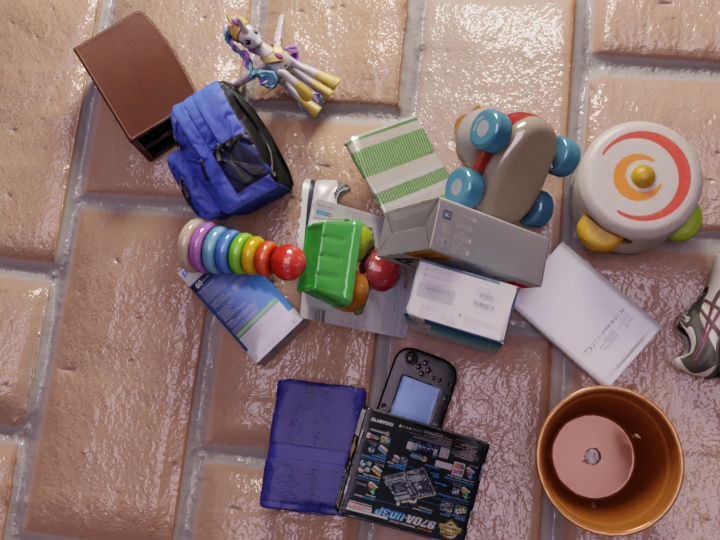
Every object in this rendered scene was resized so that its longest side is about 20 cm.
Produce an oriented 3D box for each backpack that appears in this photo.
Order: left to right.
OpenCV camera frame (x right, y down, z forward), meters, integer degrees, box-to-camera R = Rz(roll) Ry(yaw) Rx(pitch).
[{"bbox_3d":[-0.221,-0.188,1.283,0.167,0.163,0.201,-27,91,-1],"label":"backpack"}]

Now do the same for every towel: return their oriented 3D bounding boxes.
[{"bbox_3d":[-0.071,0.275,1.260,0.147,0.050,0.201,7,80,0],"label":"towel"},{"bbox_3d":[0.077,-0.147,1.302,0.152,0.023,0.201,-23,78,-29],"label":"towel"}]

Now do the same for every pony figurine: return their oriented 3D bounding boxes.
[{"bbox_3d":[-0.136,-0.337,1.323,0.200,0.193,0.167,35,88,-8],"label":"pony figurine"}]

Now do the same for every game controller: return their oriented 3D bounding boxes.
[{"bbox_3d":[0.076,0.225,1.254,0.104,0.042,0.201,19,82,9],"label":"game controller"}]

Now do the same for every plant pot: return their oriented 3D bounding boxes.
[{"bbox_3d":[0.346,0.269,1.168,0.199,0.140,0.202,-1,80,5],"label":"plant pot"}]

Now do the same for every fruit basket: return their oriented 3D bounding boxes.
[{"bbox_3d":[0.000,0.000,1.265,0.199,0.093,0.187,14,79,-36],"label":"fruit basket"}]

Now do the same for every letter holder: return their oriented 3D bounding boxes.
[{"bbox_3d":[-0.363,-0.316,1.372,0.142,0.101,0.201,-33,78,-3],"label":"letter holder"}]

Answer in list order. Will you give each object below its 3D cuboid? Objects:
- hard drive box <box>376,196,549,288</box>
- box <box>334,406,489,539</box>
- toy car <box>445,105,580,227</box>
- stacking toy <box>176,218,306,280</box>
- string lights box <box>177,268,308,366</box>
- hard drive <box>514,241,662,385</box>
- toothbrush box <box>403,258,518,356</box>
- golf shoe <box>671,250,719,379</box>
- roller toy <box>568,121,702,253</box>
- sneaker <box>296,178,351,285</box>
[{"bbox_3d":[0.150,-0.034,1.195,0.199,0.156,0.077,16,80,-25],"label":"hard drive box"},{"bbox_3d":[0.078,0.307,1.209,0.199,0.046,0.160,17,83,-7],"label":"box"},{"bbox_3d":[0.203,-0.183,1.282,0.200,0.183,0.178,47,120,51],"label":"toy car"},{"bbox_3d":[-0.175,-0.023,1.222,0.199,0.085,0.086,11,80,23],"label":"stacking toy"},{"bbox_3d":[-0.189,0.045,1.306,0.103,0.059,0.200,-42,78,-3],"label":"string lights box"},{"bbox_3d":[0.348,0.070,1.263,0.200,0.026,0.132,42,86,12],"label":"hard drive"},{"bbox_3d":[0.147,0.059,1.197,0.146,0.200,0.086,16,80,10],"label":"toothbrush box"},{"bbox_3d":[0.528,0.062,1.223,0.087,0.077,0.201,7,80,14],"label":"golf shoe"},{"bbox_3d":[0.415,-0.126,1.235,0.199,0.140,0.184,-12,78,4],"label":"roller toy"},{"bbox_3d":[-0.062,-0.051,1.307,0.080,0.076,0.201,5,81,-3],"label":"sneaker"}]
